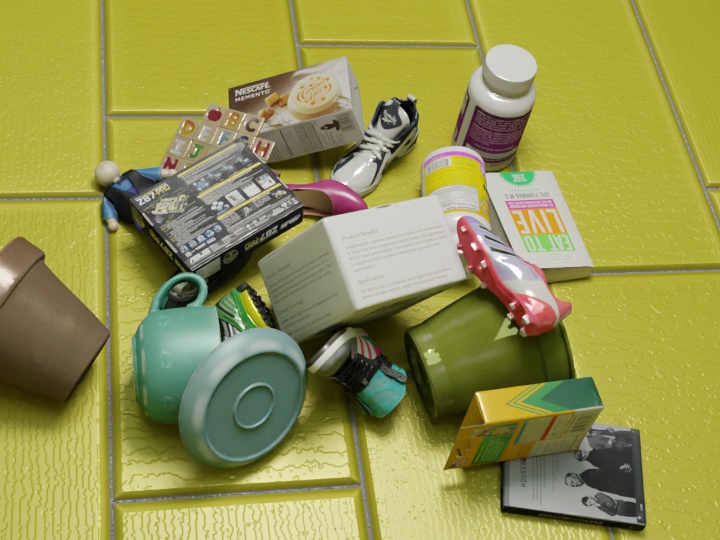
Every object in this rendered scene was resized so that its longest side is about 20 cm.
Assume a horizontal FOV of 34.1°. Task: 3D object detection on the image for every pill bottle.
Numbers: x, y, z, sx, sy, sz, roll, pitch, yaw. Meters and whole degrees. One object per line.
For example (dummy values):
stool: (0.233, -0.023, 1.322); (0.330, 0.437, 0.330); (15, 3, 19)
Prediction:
pill bottle: (0.148, -0.087, 1.813); (0.104, 0.104, 0.201); (4, 55, -7)
pill bottle: (0.220, -0.263, 1.892); (0.112, 0.200, 0.113); (5, 54, -7)

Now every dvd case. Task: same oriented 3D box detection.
dvd case: (0.294, 0.275, 1.631); (0.199, 0.025, 0.151); (8, 54, -3)

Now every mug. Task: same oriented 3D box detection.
mug: (-0.247, 0.115, 1.569); (0.114, 0.152, 0.185); (-4, 48, -11)

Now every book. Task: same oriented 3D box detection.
book: (0.275, -0.071, 1.867); (0.133, 0.048, 0.201); (-5, 54, -19)

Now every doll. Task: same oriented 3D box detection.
doll: (-0.323, -0.105, 1.769); (0.200, 0.049, 0.137); (33, 69, 21)

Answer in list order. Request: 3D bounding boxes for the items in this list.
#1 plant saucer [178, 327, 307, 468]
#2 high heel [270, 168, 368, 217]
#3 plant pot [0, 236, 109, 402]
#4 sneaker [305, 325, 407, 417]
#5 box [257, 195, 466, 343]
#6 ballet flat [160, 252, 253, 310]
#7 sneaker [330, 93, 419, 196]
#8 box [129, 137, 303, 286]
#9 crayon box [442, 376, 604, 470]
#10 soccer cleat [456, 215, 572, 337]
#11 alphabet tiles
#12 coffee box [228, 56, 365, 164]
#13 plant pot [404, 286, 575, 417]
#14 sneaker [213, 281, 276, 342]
plant saucer: (-0.143, 0.171, 1.521); (0.200, 0.201, 0.027); (-30, 38, -28)
high heel: (-0.092, -0.097, 1.799); (0.199, 0.068, 0.096); (14, 42, 18)
plant pot: (-0.433, 0.083, 1.550); (0.174, 0.200, 0.201); (34, 54, -6)
sneaker: (0.001, 0.145, 1.593); (0.084, 0.200, 0.121); (-45, 80, 12)
box: (0.000, 0.000, 1.625); (0.198, 0.200, 0.131); (-14, 81, -36)
ballet flat: (-0.220, -0.009, 1.713); (0.073, 0.073, 0.200); (34, 56, 14)
sneaker: (0.029, -0.209, 1.863); (0.079, 0.130, 0.199); (42, 58, 20)
box: (-0.207, -0.088, 1.697); (0.200, 0.049, 0.161); (-33, 65, -24)
crayon box: (0.210, 0.205, 1.572); (0.199, 0.126, 0.052); (-7, 56, -15)
soccer cleat: (0.199, 0.001, 1.561); (0.076, 0.067, 0.200); (-23, 59, -19)
alphabet tiles: (-0.228, -0.158, 1.795); (0.166, 0.006, 0.201); (18, 75, 21)
coffee box: (-0.102, -0.248, 1.853); (0.199, 0.080, 0.115); (-13, 54, 11)
plant pot: (0.169, 0.114, 1.636); (0.192, 0.201, 0.201); (-17, 59, -8)
sneaker: (-0.144, 0.120, 1.644); (0.085, 0.078, 0.200); (-33, 68, 6)
